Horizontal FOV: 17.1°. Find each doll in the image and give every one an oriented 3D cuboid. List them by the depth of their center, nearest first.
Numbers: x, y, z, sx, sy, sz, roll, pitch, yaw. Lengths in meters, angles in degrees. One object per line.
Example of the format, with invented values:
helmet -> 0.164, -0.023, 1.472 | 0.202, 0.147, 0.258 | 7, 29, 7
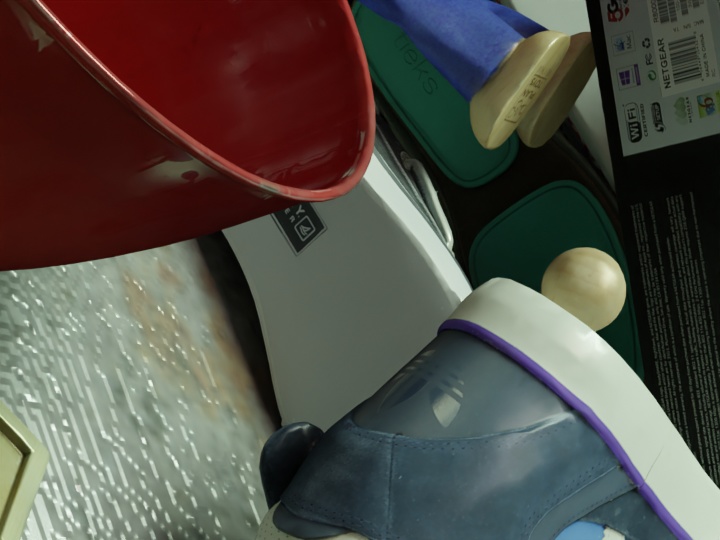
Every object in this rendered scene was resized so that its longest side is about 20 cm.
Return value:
doll -> -0.021, -0.112, 0.764 | 0.200, 0.048, 0.136 | 36, 16, 16

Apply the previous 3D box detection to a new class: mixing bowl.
mixing bowl -> -0.098, -0.075, 0.575 | 0.200, 0.108, 0.200 | 45, 24, -27

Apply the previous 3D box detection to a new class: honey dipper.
honey dipper -> 0.061, 0.037, 0.711 | 0.200, 0.038, 0.038 | 93, -25, -68

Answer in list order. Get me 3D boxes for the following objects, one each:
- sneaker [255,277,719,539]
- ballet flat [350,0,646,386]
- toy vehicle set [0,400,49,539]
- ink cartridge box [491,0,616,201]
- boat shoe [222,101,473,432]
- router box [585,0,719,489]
sneaker -> 0.041, 0.113, 0.639 | 0.081, 0.146, 0.200 | 20, -26, 50
ballet flat -> 0.060, -0.028, 0.890 | 0.200, 0.067, 0.064 | 62, 18, 10
toy vehicle set -> -0.149, 0.011, 0.475 | 0.200, 0.027, 0.124 | 49, 25, -20
ink cartridge box -> 0.110, -0.077, 0.944 | 0.147, 0.083, 0.200 | 59, 0, 3
boat shoe -> 0.000, 0.000, 0.738 | 0.068, 0.072, 0.200 | 9, 45, -58
router box -> 0.152, -0.004, 0.774 | 0.157, 0.052, 0.200 | -2, 82, -47
